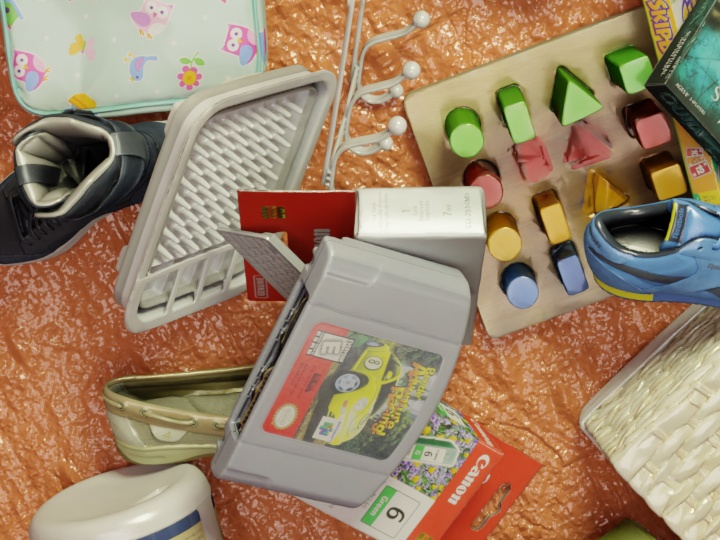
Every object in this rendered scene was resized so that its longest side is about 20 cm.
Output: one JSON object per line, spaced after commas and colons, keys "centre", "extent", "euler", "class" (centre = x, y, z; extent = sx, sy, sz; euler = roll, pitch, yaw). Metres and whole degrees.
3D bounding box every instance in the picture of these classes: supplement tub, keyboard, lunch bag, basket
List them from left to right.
{"centre": [-0.168, -0.190, 1.550], "extent": [0.198, 0.077, 0.162], "euler": [-5, 106, 2], "class": "lunch bag"}
{"centre": [-0.161, 0.261, 1.610], "extent": [0.143, 0.144, 0.202], "euler": [-14, 101, 3], "class": "supplement tub"}
{"centre": [-0.032, 0.028, 1.563], "extent": [0.200, 0.056, 0.011], "euler": [46, 60, -40], "class": "keyboard"}
{"centre": [0.282, 0.105, 1.588], "extent": [0.200, 0.123, 0.136], "euler": [-44, 100, 8], "class": "basket"}

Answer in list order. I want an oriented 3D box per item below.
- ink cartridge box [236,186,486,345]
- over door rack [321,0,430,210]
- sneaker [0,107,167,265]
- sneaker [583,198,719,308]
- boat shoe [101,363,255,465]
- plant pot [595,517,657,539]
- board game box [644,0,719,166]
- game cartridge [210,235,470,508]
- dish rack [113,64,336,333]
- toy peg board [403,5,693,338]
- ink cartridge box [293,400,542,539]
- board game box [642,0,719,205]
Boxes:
{"centre": [0.000, 0.000, 1.535], "extent": [0.172, 0.200, 0.044], "euler": [-1, 66, -1], "class": "ink cartridge box"}
{"centre": [0.008, -0.164, 1.483], "extent": [0.066, 0.148, 0.201], "euler": [2, 129, 9], "class": "over door rack"}
{"centre": [-0.232, -0.057, 1.526], "extent": [0.201, 0.146, 0.077], "euler": [-25, 84, 24], "class": "sneaker"}
{"centre": [0.257, -0.015, 1.494], "extent": [0.198, 0.079, 0.066], "euler": [2, 64, 9], "class": "sneaker"}
{"centre": [-0.095, 0.099, 1.608], "extent": [0.199, 0.074, 0.063], "euler": [-6, 129, 8], "class": "boat shoe"}
{"centre": [0.183, 0.300, 1.607], "extent": [0.193, 0.200, 0.201], "euler": [-43, 99, -3], "class": "plant pot"}
{"centre": [0.304, -0.122, 1.531], "extent": [0.200, 0.028, 0.136], "euler": [42, 70, -26], "class": "board game box"}
{"centre": [-0.008, 0.077, 1.481], "extent": [0.132, 0.041, 0.201], "euler": [13, 117, -29], "class": "game cartridge"}
{"centre": [-0.105, -0.060, 1.528], "extent": [0.043, 0.171, 0.201], "euler": [37, 123, 23], "class": "dish rack"}
{"centre": [0.157, -0.065, 1.566], "extent": [0.198, 0.098, 0.201], "euler": [-20, 101, 5], "class": "toy peg board"}
{"centre": [0.046, 0.156, 1.602], "extent": [0.199, 0.050, 0.109], "euler": [31, 101, -29], "class": "ink cartridge box"}
{"centre": [0.244, -0.151, 1.549], "extent": [0.030, 0.095, 0.202], "euler": [-13, 102, 28], "class": "board game box"}
